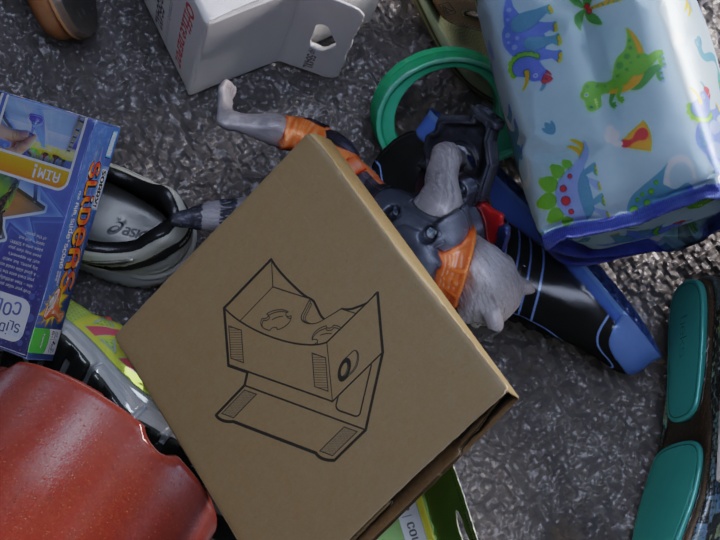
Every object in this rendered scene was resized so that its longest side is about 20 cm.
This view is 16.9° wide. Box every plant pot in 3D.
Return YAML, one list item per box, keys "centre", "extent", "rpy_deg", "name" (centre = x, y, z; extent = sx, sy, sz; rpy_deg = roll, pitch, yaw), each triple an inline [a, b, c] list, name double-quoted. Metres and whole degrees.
- centre: [-0.188, 0.167, 1.269]
  extent: [0.201, 0.201, 0.195]
  rpy_deg: [35, 66, 2]
  name: "plant pot"

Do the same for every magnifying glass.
- centre: [0.103, -0.091, 1.441]
  extent: [0.200, 0.022, 0.080]
  rpy_deg: [0, 119, -18]
  name: "magnifying glass"

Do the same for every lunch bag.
- centre: [0.143, -0.097, 1.345]
  extent: [0.127, 0.200, 0.170]
  rpy_deg: [-15, 84, 17]
  name: "lunch bag"

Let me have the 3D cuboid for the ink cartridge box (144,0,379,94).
- centre: [-0.071, -0.207, 1.407]
  extent: [0.125, 0.129, 0.200]
  rpy_deg: [-23, 79, -13]
  name: "ink cartridge box"

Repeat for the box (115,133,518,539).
- centre: [-0.028, 0.049, 1.251]
  extent: [0.163, 0.021, 0.200]
  rpy_deg: [-46, 54, 14]
  name: "box"

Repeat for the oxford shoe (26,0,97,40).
- centre: [-0.221, -0.213, 1.431]
  extent: [0.071, 0.071, 0.200]
  rpy_deg: [-33, 82, 15]
  name: "oxford shoe"

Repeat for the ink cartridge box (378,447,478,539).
- centre: [0.016, 0.176, 1.282]
  extent: [0.076, 0.200, 0.148]
  rpy_deg: [-14, 78, -12]
  name: "ink cartridge box"

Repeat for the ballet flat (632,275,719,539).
- centre: [0.206, 0.103, 1.401]
  extent: [0.074, 0.074, 0.200]
  rpy_deg: [13, 77, -5]
  name: "ballet flat"

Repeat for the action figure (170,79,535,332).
- centre: [0.000, 0.000, 1.344]
  extent: [0.193, 0.105, 0.200]
  rpy_deg: [17, 114, 20]
  name: "action figure"

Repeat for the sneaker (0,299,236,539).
- centre: [-0.118, 0.066, 1.366]
  extent: [0.200, 0.078, 0.090]
  rpy_deg: [38, 47, 9]
  name: "sneaker"

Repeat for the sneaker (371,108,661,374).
- centre: [0.085, -0.001, 1.414]
  extent: [0.200, 0.070, 0.078]
  rpy_deg: [45, 100, -3]
  name: "sneaker"

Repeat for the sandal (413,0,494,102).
- centre: [0.070, -0.170, 1.427]
  extent: [0.201, 0.057, 0.080]
  rpy_deg: [48, 69, -25]
  name: "sandal"

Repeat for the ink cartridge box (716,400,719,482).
- centre: [0.276, 0.037, 1.380]
  extent: [0.146, 0.083, 0.200]
  rpy_deg: [22, 67, -46]
  name: "ink cartridge box"

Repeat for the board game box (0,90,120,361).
- centre: [-0.243, -0.043, 1.332]
  extent: [0.200, 0.034, 0.135]
  rpy_deg: [18, 92, 19]
  name: "board game box"

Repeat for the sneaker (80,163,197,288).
- centre: [-0.189, -0.046, 1.370]
  extent: [0.200, 0.088, 0.076]
  rpy_deg: [9, 76, -4]
  name: "sneaker"
